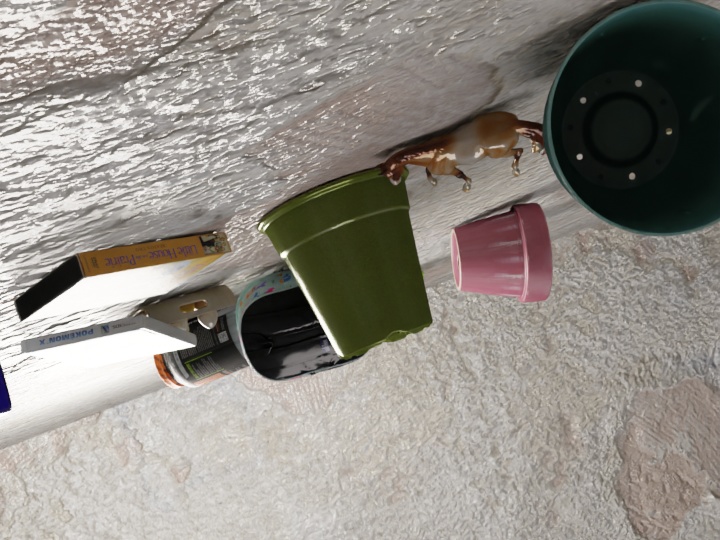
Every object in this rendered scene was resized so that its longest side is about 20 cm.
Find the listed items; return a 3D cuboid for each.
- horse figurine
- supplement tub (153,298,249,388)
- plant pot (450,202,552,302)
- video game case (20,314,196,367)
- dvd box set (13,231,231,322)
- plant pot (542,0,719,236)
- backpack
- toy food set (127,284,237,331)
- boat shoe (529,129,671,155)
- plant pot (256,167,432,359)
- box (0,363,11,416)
[{"bbox_3d":[0.129,-0.131,0.983,0.199,0.050,0.132,-15,159,20],"label":"horse figurine"},{"bbox_3d":[-0.272,0.138,1.628,0.199,0.123,0.122,-22,173,15],"label":"supplement tub"},{"bbox_3d":[0.280,-0.031,1.799,0.178,0.201,0.200,-5,173,-1],"label":"plant pot"},{"bbox_3d":[-0.358,0.106,1.287,0.181,0.022,0.200,-12,166,8],"label":"video game case"},{"bbox_3d":[-0.263,0.006,0.992,0.146,0.030,0.200,-27,171,39],"label":"dvd box set"},{"bbox_3d":[0.263,-0.137,0.834,0.200,0.201,0.161,-22,-175,4],"label":"plant pot"},{"bbox_3d":[-0.104,0.081,1.453,0.199,0.178,0.151,-19,-156,-10],"label":"backpack"},{"bbox_3d":[-0.297,0.086,1.398,0.143,0.061,0.200,-17,171,-37],"label":"toy food set"},{"bbox_3d":[0.320,-0.184,1.156,0.199,0.063,0.071,-19,175,-9],"label":"boat shoe"},{"bbox_3d":[0.000,0.000,1.079,0.199,0.191,0.200,-21,173,-3],"label":"plant pot"},{"bbox_3d":[-0.547,0.162,1.035,0.184,0.105,0.200,-26,173,40],"label":"box"}]
